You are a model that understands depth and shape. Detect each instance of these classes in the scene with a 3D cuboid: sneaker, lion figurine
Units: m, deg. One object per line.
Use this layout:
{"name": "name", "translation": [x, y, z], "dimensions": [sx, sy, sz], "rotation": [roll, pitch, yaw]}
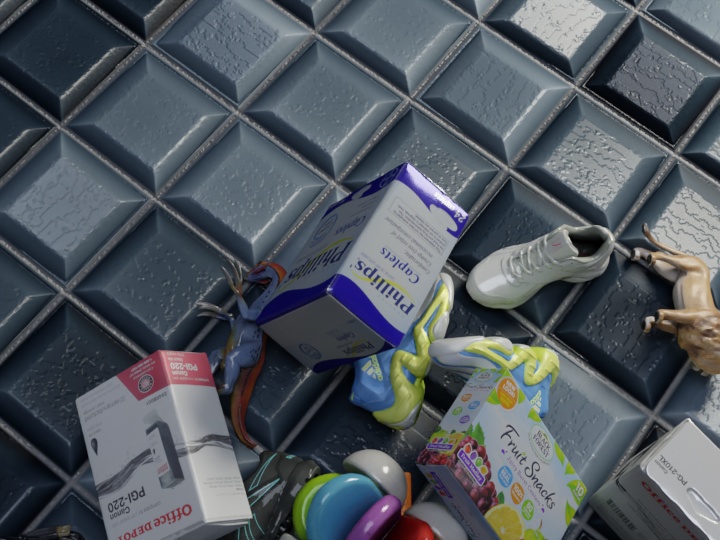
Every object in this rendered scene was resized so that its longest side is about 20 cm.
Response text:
{"name": "sneaker", "translation": [-0.122, 0.293, 1.205], "dimensions": [0.079, 0.076, 0.200], "rotation": [23, 61, 20]}
{"name": "sneaker", "translation": [0.226, -0.017, 1.333], "dimensions": [0.199, 0.099, 0.078], "rotation": [-20, 70, -12]}
{"name": "sneaker", "translation": [0.043, 0.084, 1.283], "dimensions": [0.105, 0.076, 0.201], "rotation": [17, 68, 3]}
{"name": "lion figurine", "translation": [0.414, 0.034, 1.344], "dimensions": [0.122, 0.073, 0.201], "rotation": [7, 63, -9]}
{"name": "sneaker", "translation": [0.160, 0.134, 1.246], "dimensions": [0.199, 0.076, 0.106], "rotation": [10, 78, -36]}

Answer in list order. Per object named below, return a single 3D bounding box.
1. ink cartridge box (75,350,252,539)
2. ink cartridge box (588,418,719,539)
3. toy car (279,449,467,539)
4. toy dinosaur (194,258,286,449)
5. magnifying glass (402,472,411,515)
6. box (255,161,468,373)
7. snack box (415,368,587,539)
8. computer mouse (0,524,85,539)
{"name": "ink cartridge box", "translation": [-0.220, 0.208, 1.182], "dimensions": [0.145, 0.085, 0.201], "rotation": [-30, 69, 26]}
{"name": "ink cartridge box", "translation": [0.351, 0.263, 1.173], "dimensions": [0.084, 0.200, 0.145], "rotation": [-39, 76, -18]}
{"name": "toy car", "translation": [0.015, 0.293, 1.140], "dimensions": [0.200, 0.150, 0.175], "rotation": [40, 71, 9]}
{"name": "toy dinosaur", "translation": [-0.140, 0.079, 1.301], "dimensions": [0.181, 0.105, 0.200], "rotation": [-41, 109, -28]}
{"name": "magnifying glass", "translation": [0.047, 0.332, 1.219], "dimensions": [0.079, 0.022, 0.201], "rotation": [1, 67, -4]}
{"name": "box", "translation": [0.000, 0.000, 1.241], "dimensions": [0.105, 0.184, 0.200], "rotation": [40, 60, -16]}
{"name": "snack box", "translation": [0.160, 0.228, 1.182], "dimensions": [0.200, 0.053, 0.142], "rotation": [55, 53, -24]}
{"name": "computer mouse", "translation": [-0.344, 0.380, 1.160], "dimensions": [0.109, 0.044, 0.201], "rotation": [-9, 63, -13]}
